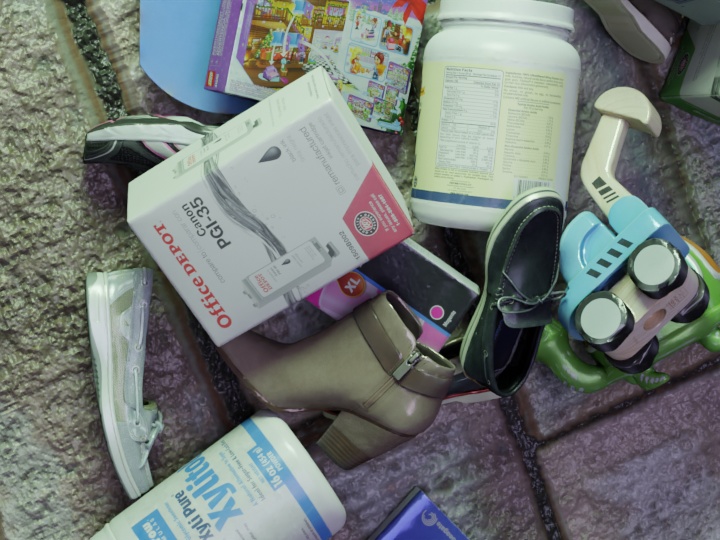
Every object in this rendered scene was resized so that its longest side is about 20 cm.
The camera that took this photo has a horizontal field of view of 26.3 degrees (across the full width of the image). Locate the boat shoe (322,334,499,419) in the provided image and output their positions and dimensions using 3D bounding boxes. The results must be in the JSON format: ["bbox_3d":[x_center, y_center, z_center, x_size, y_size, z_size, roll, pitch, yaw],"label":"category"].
[{"bbox_3d":[0.057,0.095,1.432,0.198,0.071,0.063,-10,109,-16],"label":"boat shoe"}]

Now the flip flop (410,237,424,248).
[{"bbox_3d":[-0.010,-0.032,1.410,0.200,0.058,0.081,42,84,-15],"label":"flip flop"}]

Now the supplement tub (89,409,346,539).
[{"bbox_3d":[-0.124,0.230,1.367,0.199,0.132,0.133,-36,103,-10],"label":"supplement tub"}]

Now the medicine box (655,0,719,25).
[{"bbox_3d":[0.288,-0.347,1.354,0.181,0.103,0.202,18,78,-30],"label":"medicine box"}]

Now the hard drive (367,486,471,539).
[{"bbox_3d":[0.032,0.326,1.474,0.200,0.025,0.132,-46,105,-7],"label":"hard drive"}]

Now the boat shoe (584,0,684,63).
[{"bbox_3d":[0.237,-0.274,1.427,0.200,0.072,0.060,41,76,-36],"label":"boat shoe"}]

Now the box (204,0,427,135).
[{"bbox_3d":[-0.035,-0.206,1.360,0.199,0.039,0.138,10,93,-38],"label":"box"}]

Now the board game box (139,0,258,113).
[{"bbox_3d":[-0.122,-0.241,1.365,0.156,0.039,0.203,-2,99,-20],"label":"board game box"}]

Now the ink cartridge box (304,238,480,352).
[{"bbox_3d":[0.000,0.000,1.372,0.199,0.037,0.095,35,101,-1],"label":"ink cartridge box"}]

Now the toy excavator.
[{"bbox_3d":[0.229,-0.041,1.374,0.194,0.200,0.100,-45,148,8],"label":"toy excavator"}]

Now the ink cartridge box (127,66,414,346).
[{"bbox_3d":[-0.076,-0.050,1.290,0.199,0.083,0.147,-30,116,8],"label":"ink cartridge box"}]

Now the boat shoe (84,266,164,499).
[{"bbox_3d":[-0.202,0.100,1.365,0.064,0.074,0.204,-8,91,-10],"label":"boat shoe"}]

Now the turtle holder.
[{"bbox_3d":[0.259,0.040,1.465,0.185,0.141,0.133,-30,88,26],"label":"turtle holder"}]

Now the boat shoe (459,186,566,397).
[{"bbox_3d":[0.139,0.022,1.335,0.074,0.062,0.202,-1,122,-30],"label":"boat shoe"}]

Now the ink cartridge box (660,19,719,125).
[{"bbox_3d":[0.377,-0.212,1.424,0.084,0.200,0.147,22,90,-17],"label":"ink cartridge box"}]

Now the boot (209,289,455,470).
[{"bbox_3d":[-0.018,0.073,1.348,0.200,0.070,0.146,42,111,0],"label":"boot"}]

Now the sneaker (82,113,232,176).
[{"bbox_3d":[-0.147,-0.088,1.343,0.197,0.080,0.087,3,100,4],"label":"sneaker"}]

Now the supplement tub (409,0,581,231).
[{"bbox_3d":[0.123,-0.138,1.391,0.143,0.145,0.203,4,94,-15],"label":"supplement tub"}]
